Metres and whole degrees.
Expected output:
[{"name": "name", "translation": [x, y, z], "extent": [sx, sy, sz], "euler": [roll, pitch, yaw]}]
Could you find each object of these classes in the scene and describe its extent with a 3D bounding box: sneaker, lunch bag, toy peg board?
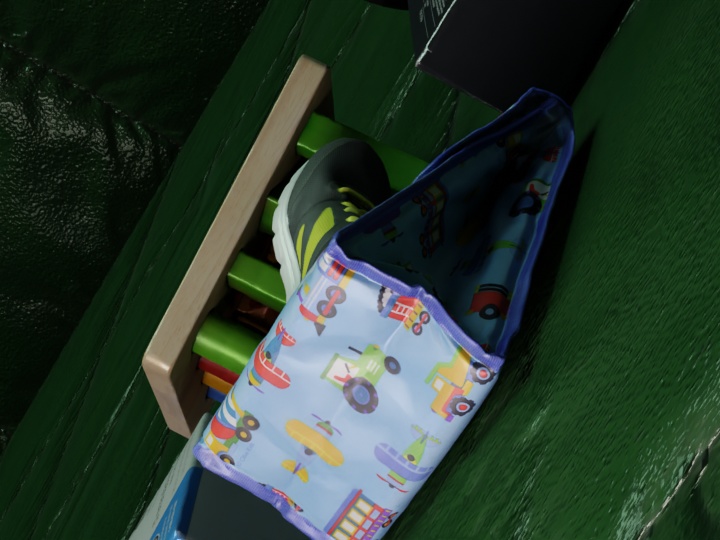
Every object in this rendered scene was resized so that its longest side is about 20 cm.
[{"name": "sneaker", "translation": [0.000, 0.000, 1.591], "extent": [0.085, 0.074, 0.201], "euler": [-44, 29, 41]}, {"name": "lunch bag", "translation": [0.031, 0.011, 1.352], "extent": [0.151, 0.094, 0.200], "euler": [-56, -3, 39]}, {"name": "toy peg board", "translation": [-0.033, 0.008, 1.750], "extent": [0.201, 0.097, 0.199], "euler": [-62, -8, -12]}]

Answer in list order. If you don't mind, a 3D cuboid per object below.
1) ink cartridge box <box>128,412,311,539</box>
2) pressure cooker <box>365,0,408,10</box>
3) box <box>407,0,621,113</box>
[{"name": "ink cartridge box", "translation": [-0.095, 0.193, 1.449], "extent": [0.201, 0.084, 0.146], "euler": [-58, 9, 18]}, {"name": "pressure cooker", "translation": [0.048, -0.280, 1.842], "extent": [0.200, 0.175, 0.179], "euler": [122, 168, -47]}, {"name": "box", "translation": [0.091, -0.166, 1.530], "extent": [0.142, 0.079, 0.200], "euler": [-62, 7, 13]}]
